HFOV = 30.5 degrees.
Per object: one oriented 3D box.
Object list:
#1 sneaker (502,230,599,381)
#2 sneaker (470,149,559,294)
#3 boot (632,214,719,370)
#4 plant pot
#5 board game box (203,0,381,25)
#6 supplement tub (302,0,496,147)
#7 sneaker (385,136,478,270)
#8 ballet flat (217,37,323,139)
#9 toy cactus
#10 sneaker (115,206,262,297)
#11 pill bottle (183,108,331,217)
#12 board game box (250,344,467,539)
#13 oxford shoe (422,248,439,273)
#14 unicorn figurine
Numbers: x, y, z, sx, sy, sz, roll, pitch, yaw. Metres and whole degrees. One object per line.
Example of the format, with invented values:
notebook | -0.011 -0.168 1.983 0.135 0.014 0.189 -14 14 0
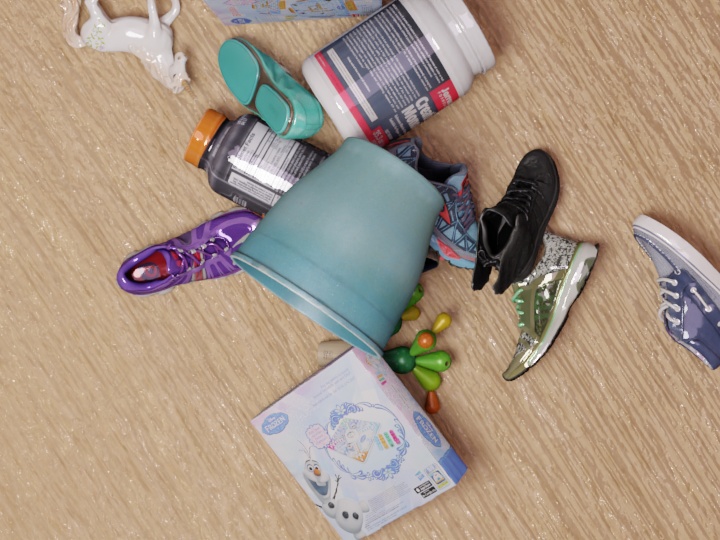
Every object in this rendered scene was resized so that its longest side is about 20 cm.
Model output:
sneaker | 0.213 0.040 1.617 0.088 0.077 0.201 28 88 11
sneaker | 0.182 -0.061 1.567 0.060 0.104 0.201 10 80 28
boot | 0.388 0.027 1.602 0.200 0.073 0.090 42 88 -2
plant pot | -0.009 -0.035 1.459 0.200 0.200 0.188 35 83 -1
board game box | -0.074 -0.323 1.530 0.198 0.200 0.041 -4 92 1
supplement tub | 0.045 -0.239 1.561 0.199 0.140 0.141 -33 92 3
sneaker | 0.102 -0.080 1.571 0.200 0.079 0.095 38 120 -21
ballet flat | -0.103 -0.213 1.579 0.070 0.200 0.068 5 121 -38
toy cactus | 0.028 0.114 1.616 0.164 0.102 0.201 4 103 11
sneaker | -0.203 -0.014 1.609 0.199 0.083 0.081 -24 93 2
pill bottle | -0.110 -0.120 1.589 0.199 0.106 0.107 28 94 0
board game box | -0.005 0.209 1.590 0.200 0.043 0.199 -36 93 37
oxford shoe | 0.000 0.000 1.581 0.199 0.071 0.075 -24 53 -11
unicorn figurine | -0.270 -0.292 1.606 0.199 0.074 0.138 10 103 15
